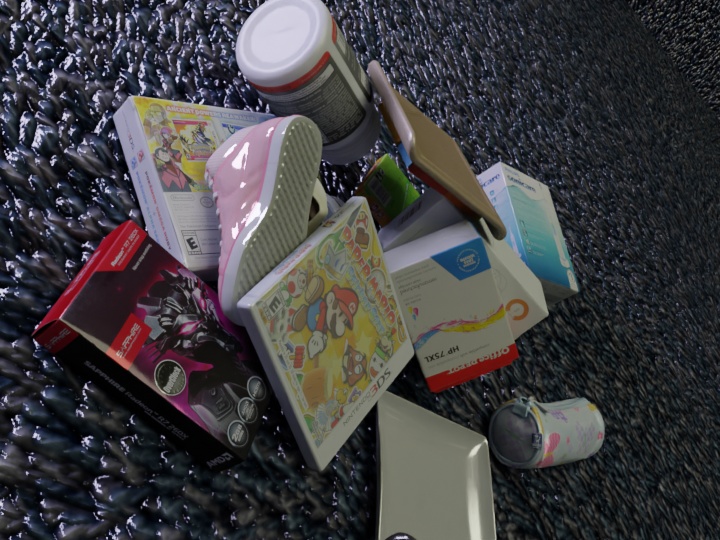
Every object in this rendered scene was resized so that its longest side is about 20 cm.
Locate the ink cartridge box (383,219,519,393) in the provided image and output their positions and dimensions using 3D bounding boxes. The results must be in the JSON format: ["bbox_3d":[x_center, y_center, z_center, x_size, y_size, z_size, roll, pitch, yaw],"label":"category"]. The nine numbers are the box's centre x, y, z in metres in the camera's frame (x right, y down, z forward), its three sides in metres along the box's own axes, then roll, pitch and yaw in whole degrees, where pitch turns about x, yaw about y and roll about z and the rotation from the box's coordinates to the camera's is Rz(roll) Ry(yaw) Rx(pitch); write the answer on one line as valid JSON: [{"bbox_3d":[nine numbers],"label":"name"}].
[{"bbox_3d":[0.110,0.058,0.870,0.067,0.115,0.202,-105,173,-69],"label":"ink cartridge box"}]

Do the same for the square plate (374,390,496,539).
[{"bbox_3d":[0.081,0.256,0.829,0.197,0.028,0.202,29,46,-34],"label":"square plate"}]

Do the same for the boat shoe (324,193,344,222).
[{"bbox_3d":[0.000,0.000,0.864,0.067,0.073,0.203,-18,86,-60],"label":"boat shoe"}]

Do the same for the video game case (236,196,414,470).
[{"bbox_3d":[-0.022,0.060,0.729,0.182,0.023,0.202,-46,129,-38],"label":"video game case"}]

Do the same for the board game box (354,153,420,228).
[{"bbox_3d":[0.077,-0.059,1.035,0.200,0.030,0.096,48,39,-12],"label":"board game box"}]

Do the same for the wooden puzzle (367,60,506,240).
[{"bbox_3d":[0.085,-0.138,0.881,0.199,0.037,0.186,37,24,-39],"label":"wooden puzzle"}]

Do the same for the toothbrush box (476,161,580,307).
[{"bbox_3d":[0.256,-0.053,1.192,0.145,0.085,0.203,14,57,-43],"label":"toothbrush box"}]

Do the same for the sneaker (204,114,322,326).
[{"bbox_3d":[-0.107,-0.049,0.711,0.075,0.104,0.203,26,76,-49],"label":"sneaker"}]

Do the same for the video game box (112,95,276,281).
[{"bbox_3d":[-0.141,-0.083,0.777,0.199,0.047,0.185,-5,73,-51],"label":"video game box"}]

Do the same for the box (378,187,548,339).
[{"bbox_3d":[0.126,0.001,0.947,0.200,0.124,0.098,47,22,-12],"label":"box"}]

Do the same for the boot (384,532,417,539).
[{"bbox_3d":[0.086,0.350,0.708,0.201,0.073,0.151,58,6,25],"label":"boot"}]

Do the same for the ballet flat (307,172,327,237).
[{"bbox_3d":[-0.058,-0.032,0.752,0.071,0.072,0.203,12,61,-45],"label":"ballet flat"}]

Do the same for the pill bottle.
[{"bbox_3d":[-0.051,-0.213,0.869,0.200,0.114,0.117,47,30,-59],"label":"pill bottle"}]

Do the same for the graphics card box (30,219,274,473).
[{"bbox_3d":[-0.164,0.067,0.648,0.200,0.051,0.126,45,38,-22],"label":"graphics card box"}]

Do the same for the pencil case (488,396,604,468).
[{"bbox_3d":[0.256,0.218,1.014,0.198,0.082,0.092,11,80,-47],"label":"pencil case"}]
